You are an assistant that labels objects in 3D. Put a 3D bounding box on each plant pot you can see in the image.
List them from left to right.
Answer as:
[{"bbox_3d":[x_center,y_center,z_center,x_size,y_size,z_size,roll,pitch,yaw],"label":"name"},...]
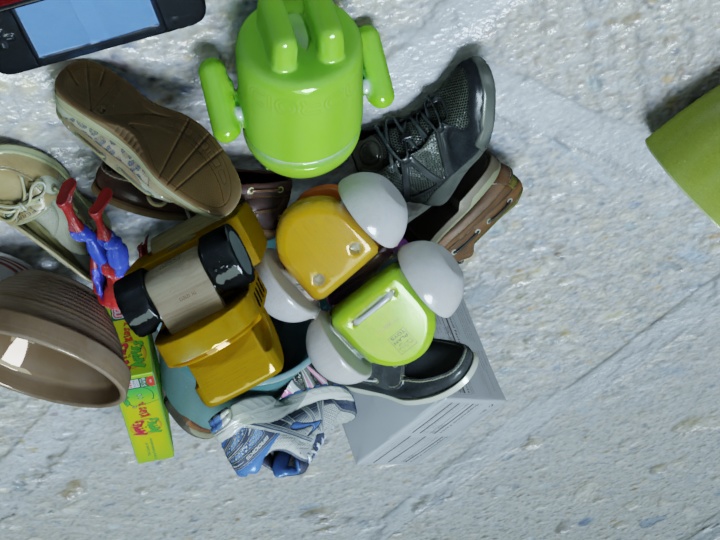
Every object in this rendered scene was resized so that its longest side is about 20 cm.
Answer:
[{"bbox_3d":[-0.326,0.063,1.448,0.198,0.094,0.201,12,155,5],"label":"plant pot"},{"bbox_3d":[-0.140,0.072,1.526,0.197,0.203,0.197,-3,152,-16],"label":"plant pot"},{"bbox_3d":[0.432,-0.143,1.453,0.186,0.188,0.200,25,115,-43],"label":"plant pot"}]

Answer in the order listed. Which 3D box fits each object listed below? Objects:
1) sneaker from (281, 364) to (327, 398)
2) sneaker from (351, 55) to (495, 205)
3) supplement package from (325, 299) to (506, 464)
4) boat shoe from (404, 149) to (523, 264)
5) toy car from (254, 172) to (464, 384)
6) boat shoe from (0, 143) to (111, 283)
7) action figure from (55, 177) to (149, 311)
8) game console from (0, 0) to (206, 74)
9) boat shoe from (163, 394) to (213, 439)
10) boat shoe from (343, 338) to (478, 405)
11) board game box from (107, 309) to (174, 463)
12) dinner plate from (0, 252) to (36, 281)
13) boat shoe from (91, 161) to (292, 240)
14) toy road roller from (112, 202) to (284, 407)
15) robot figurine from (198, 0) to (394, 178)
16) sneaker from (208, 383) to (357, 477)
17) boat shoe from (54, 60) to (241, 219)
[{"bbox_3d":[-0.018,0.138,1.758,0.199,0.081,0.086,17,125,-46],"label":"sneaker"},{"bbox_3d":[0.061,-0.133,1.393,0.113,0.077,0.200,-4,151,-26],"label":"sneaker"},{"bbox_3d":[0.047,0.098,1.597,0.110,0.202,0.155,8,142,-45],"label":"supplement package"},{"bbox_3d":[0.095,-0.034,1.502,0.068,0.072,0.200,37,106,-28],"label":"boat shoe"},{"bbox_3d":[0.000,0.000,1.409,0.174,0.150,0.200,-39,100,16],"label":"toy car"},{"bbox_3d":[-0.311,-0.054,1.381,0.072,0.064,0.201,-22,146,12],"label":"boat shoe"},{"bbox_3d":[-0.245,-0.012,1.382,0.065,0.052,0.201,11,144,15],"label":"action figure"},{"bbox_3d":[-0.231,-0.207,1.143,0.197,0.120,0.173,-14,146,1],"label":"game console"},{"bbox_3d":[-0.167,0.148,1.691,0.074,0.076,0.200,-46,167,15],"label":"boat shoe"},{"bbox_3d":[0.035,0.095,1.474,0.198,0.072,0.068,0,143,43],"label":"boat shoe"},{"bbox_3d":[-0.258,0.132,1.633,0.047,0.103,0.201,-10,146,-6],"label":"board game box"},{"bbox_3d":[-0.431,0.030,1.495,0.197,0.024,0.201,-10,145,-7],"label":"dinner plate"},{"bbox_3d":[-0.164,-0.087,1.387,0.197,0.071,0.071,9,121,-24],"label":"boat shoe"},{"bbox_3d":[-0.137,0.034,1.299,0.122,0.200,0.147,-26,104,7],"label":"toy road roller"},{"bbox_3d":[-0.054,-0.165,1.269,0.173,0.117,0.201,-15,147,-11],"label":"robot figurine"},{"bbox_3d":[-0.074,0.177,1.481,0.199,0.086,0.077,-6,160,-47],"label":"sneaker"},{"bbox_3d":[-0.193,-0.112,1.272,0.073,0.199,0.063,-47,174,-31],"label":"boat shoe"}]
